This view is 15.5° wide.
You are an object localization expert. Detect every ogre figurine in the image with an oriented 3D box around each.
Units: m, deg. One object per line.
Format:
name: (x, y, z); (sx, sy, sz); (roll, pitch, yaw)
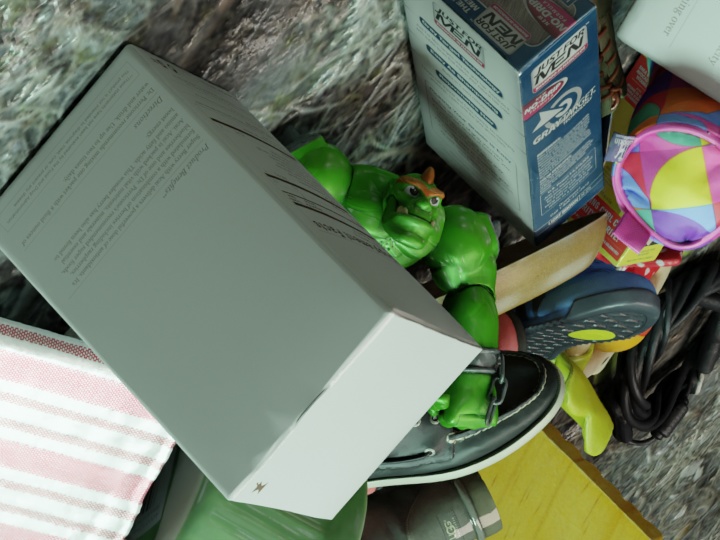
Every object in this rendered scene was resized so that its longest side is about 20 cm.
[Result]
ogre figurine: (0.000, 0.000, 1.444); (0.098, 0.199, 0.120); (120, -12, -75)

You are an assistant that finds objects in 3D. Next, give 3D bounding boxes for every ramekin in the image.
ramekin: (-0.095, 0.159, 1.493); (0.097, 0.200, 0.200); (33, 105, -22)

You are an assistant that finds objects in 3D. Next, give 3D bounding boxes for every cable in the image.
cable: (0.257, 0.060, 2.079); (0.163, 0.051, 0.200); (-41, 155, -11)

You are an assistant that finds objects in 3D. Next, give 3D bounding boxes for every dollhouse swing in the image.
dollhouse swing: (0.190, 0.200, 2.005); (0.175, 0.200, 0.182); (-17, 144, -45)

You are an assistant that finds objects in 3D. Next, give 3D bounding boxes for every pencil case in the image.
pencil case: (0.196, -0.086, 1.562); (0.089, 0.088, 0.200); (-60, 180, 31)

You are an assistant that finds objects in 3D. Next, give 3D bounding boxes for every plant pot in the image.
plant pot: (0.062, 0.016, 1.592); (0.199, 0.028, 0.200); (-25, -177, 1)

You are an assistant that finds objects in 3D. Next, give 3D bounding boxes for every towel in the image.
towel: (-0.186, 0.108, 1.385); (0.146, 0.030, 0.200); (17, 121, -24)

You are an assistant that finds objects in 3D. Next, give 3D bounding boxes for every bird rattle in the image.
bird rattle: (0.168, 0.017, 1.857); (0.201, 0.112, 0.163); (-64, 164, 10)

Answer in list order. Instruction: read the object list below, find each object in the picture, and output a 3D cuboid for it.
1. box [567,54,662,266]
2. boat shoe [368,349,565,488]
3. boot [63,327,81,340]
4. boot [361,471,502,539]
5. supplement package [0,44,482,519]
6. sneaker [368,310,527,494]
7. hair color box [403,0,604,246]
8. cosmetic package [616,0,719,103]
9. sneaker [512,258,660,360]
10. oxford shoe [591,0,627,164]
box: (0.204, -0.102, 1.707); (0.050, 0.075, 0.200); (-11, 140, -51)
boat shoe: (0.022, 0.083, 1.593); (0.198, 0.075, 0.066); (-13, 143, 14)
boot: (-0.135, 0.092, 1.465); (0.090, 0.073, 0.200); (-24, 153, -44)
boot: (-0.020, 0.176, 1.768); (0.199, 0.073, 0.182); (-27, -169, -8)
supplement package: (-0.063, 0.008, 1.289); (0.121, 0.200, 0.120); (-48, 156, 9)
sneaker: (0.018, 0.087, 1.666); (0.200, 0.074, 0.087); (-35, 149, 27)
hair color box: (0.081, -0.106, 1.464); (0.060, 0.100, 0.200); (-40, 157, -13)
cosmetic package: (0.285, -0.171, 1.516); (0.168, 0.200, 0.166); (-60, 174, 31)
sneaker: (0.127, 0.010, 1.683); (0.066, 0.079, 0.200); (10, 168, -21)
oxford shoe: (0.131, -0.131, 1.537); (0.070, 0.075, 0.200); (-35, 154, -19)
